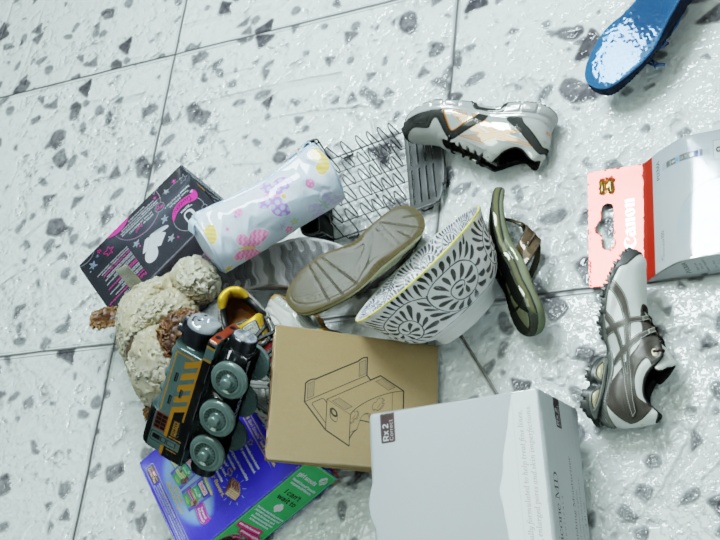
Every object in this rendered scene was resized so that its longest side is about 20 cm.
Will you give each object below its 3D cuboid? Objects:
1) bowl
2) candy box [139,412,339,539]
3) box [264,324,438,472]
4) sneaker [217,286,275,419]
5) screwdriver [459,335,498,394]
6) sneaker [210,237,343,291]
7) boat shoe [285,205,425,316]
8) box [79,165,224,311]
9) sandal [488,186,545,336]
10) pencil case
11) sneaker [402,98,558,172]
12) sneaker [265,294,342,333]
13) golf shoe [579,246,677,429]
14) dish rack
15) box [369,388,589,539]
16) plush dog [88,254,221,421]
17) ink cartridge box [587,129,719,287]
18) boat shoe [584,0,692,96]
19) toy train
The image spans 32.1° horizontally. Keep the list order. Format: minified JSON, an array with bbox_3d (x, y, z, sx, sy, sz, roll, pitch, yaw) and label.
[{"bbox_3d":[0.097,0.024,1.472,0.201,0.201,0.094,-42,96,5],"label":"bowl"},{"bbox_3d":[-0.151,0.244,1.535,0.200,0.077,0.169,-41,50,7],"label":"candy box"},{"bbox_3d":[-0.007,0.153,1.452,0.200,0.021,0.164,8,63,-12],"label":"box"},{"bbox_3d":[-0.124,0.101,1.504,0.078,0.082,0.200,-30,55,-12],"label":"sneaker"},{"bbox_3d":[0.155,0.138,1.446,0.028,0.029,0.200,-37,45,9],"label":"screwdriver"},{"bbox_3d":[-0.093,-0.009,1.642,0.200,0.082,0.075,2,95,13],"label":"sneaker"},{"bbox_3d":[0.000,-0.001,1.565,0.201,0.066,0.072,-37,61,-8],"label":"boat shoe"},{"bbox_3d":[-0.254,-0.016,1.705,0.200,0.132,0.115,-44,54,4],"label":"box"},{"bbox_3d":[0.191,-0.010,1.479,0.057,0.080,0.201,-11,57,-6],"label":"sandal"},{"bbox_3d":[-0.117,-0.079,1.585,0.200,0.091,0.083,-34,43,-9],"label":"pencil case"},{"bbox_3d":[0.145,-0.167,1.573,0.200,0.074,0.080,2,72,23],"label":"sneaker"},{"bbox_3d":[-0.058,0.109,1.567,0.200,0.076,0.088,34,98,44],"label":"sneaker"},{"bbox_3d":[0.302,0.076,1.356,0.094,0.078,0.200,6,79,30],"label":"golf shoe"},{"bbox_3d":[0.016,-0.124,1.650,0.200,0.055,0.154,-18,57,22],"label":"dish rack"},{"bbox_3d":[0.126,0.243,1.312,0.200,0.131,0.199,-12,69,26],"label":"box"},{"bbox_3d":[-0.253,0.095,1.567,0.172,0.160,0.200,-117,33,-56],"label":"plush dog"},{"bbox_3d":[0.349,-0.071,1.420,0.200,0.047,0.160,-9,61,25],"label":"ink cartridge box"},{"bbox_3d":[0.356,-0.288,1.526,0.200,0.069,0.084,-48,59,1],"label":"boat shoe"},{"bbox_3d":[-0.181,0.145,1.453,0.114,0.085,0.200,26,117,13],"label":"toy train"}]
